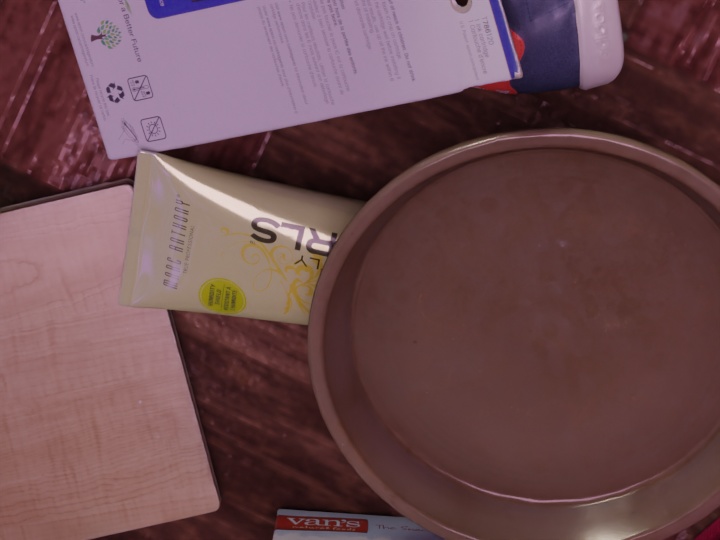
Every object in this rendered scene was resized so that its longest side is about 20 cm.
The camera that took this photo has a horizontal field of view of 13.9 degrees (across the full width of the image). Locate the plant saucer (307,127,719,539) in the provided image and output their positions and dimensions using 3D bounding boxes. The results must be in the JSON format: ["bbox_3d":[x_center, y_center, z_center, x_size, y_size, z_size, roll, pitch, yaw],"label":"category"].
[{"bbox_3d":[0.078,0.029,1.207,0.199,0.030,0.201,2,118,4],"label":"plant saucer"}]

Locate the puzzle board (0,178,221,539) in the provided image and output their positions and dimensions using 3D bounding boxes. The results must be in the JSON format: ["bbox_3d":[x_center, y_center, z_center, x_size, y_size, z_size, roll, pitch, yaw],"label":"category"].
[{"bbox_3d":[-0.174,0.053,1.282,0.199,0.017,0.151,-13,105,6],"label":"puzzle board"}]

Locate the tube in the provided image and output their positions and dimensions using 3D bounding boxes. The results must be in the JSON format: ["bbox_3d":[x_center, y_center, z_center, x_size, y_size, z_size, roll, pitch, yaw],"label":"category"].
[{"bbox_3d":[0.000,0.000,1.239,0.199,0.052,0.058,10,81,-2],"label":"tube"}]

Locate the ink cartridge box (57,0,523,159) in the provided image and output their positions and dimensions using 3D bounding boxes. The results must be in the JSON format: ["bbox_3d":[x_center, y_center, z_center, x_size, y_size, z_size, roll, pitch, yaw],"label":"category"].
[{"bbox_3d":[-0.028,-0.109,1.184,0.199,0.039,0.100,-8,105,31],"label":"ink cartridge box"}]

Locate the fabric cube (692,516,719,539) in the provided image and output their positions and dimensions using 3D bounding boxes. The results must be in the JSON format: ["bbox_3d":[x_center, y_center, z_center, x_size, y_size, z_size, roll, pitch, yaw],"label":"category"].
[{"bbox_3d":[0.255,0.167,1.204,0.200,0.196,0.199,-42,98,12],"label":"fabric cube"}]

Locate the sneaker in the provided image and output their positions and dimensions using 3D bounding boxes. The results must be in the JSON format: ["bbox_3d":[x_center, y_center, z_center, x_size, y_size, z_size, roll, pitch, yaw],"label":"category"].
[{"bbox_3d":[0.051,-0.165,1.186,0.084,0.075,0.201,-10,104,0],"label":"sneaker"}]

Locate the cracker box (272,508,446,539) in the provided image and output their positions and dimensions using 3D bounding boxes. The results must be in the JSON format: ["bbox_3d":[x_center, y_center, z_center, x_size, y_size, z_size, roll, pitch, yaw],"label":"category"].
[{"bbox_3d":[0.025,0.160,1.206,0.133,0.200,0.058,4,106,1],"label":"cracker box"}]
